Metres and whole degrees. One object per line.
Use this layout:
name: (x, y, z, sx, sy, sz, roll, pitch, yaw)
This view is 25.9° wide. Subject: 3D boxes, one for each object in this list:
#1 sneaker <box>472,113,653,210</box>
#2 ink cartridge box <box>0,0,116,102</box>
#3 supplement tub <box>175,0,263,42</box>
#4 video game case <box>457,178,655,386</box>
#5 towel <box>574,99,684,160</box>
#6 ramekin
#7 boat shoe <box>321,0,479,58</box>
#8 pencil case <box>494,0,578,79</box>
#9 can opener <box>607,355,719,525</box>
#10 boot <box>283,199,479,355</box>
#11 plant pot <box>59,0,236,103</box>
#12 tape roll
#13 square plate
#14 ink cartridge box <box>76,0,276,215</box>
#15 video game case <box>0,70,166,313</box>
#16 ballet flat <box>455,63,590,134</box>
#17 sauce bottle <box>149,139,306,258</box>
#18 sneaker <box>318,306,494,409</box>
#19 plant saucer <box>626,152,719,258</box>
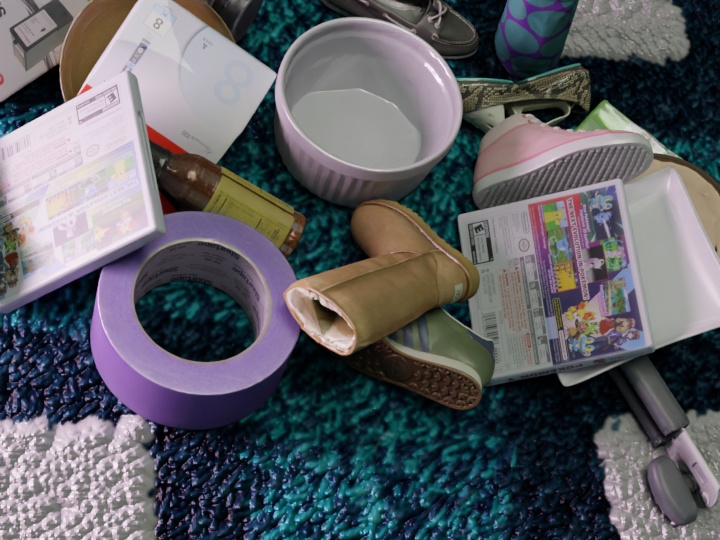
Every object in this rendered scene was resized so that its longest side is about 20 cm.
sneaker: (0.215, -0.135, 1.700, 0.200, 0.075, 0.105, -15, 48, 20)
ink cartridge box: (-0.359, -0.277, 1.621, 0.200, 0.084, 0.146, -42, 116, -30)
supplement tub: (-0.206, -0.329, 1.717, 0.200, 0.107, 0.107, 32, 58, 4)
video game case: (0.201, 0.012, 1.633, 0.182, 0.023, 0.200, -12, 60, 13)
towel: (0.314, -0.093, 1.769, 0.200, 0.031, 0.149, 40, 58, 9)
ramekin: (0.000, -0.162, 1.678, 0.200, 0.105, 0.200, 7, 59, -12)
boat shoe: (0.047, -0.302, 1.798, 0.200, 0.057, 0.067, 22, 58, -2)
pencil case: (0.205, -0.297, 1.754, 0.085, 0.200, 0.092, 27, 68, 5)
can opener: (0.306, 0.161, 1.608, 0.066, 0.053, 0.200, -16, 66, -23)
boot: (0.000, 0.000, 1.552, 0.175, 0.066, 0.200, 31, 34, 33)
plant pot: (-0.220, -0.202, 1.644, 0.200, 0.027, 0.200, 0, 89, -25)
tape roll: (-0.161, 0.048, 1.529, 0.200, 0.085, 0.200, 7, 61, -12)
square plate: (0.274, 0.008, 1.642, 0.200, 0.028, 0.198, -22, 59, 6)
ink cartridge box: (-0.204, -0.164, 1.603, 0.160, 0.047, 0.200, 34, 74, -15)
video game case: (-0.287, -0.076, 1.527, 0.200, 0.022, 0.182, -24, 62, 21)
ballet flat: (0.175, -0.188, 1.771, 0.200, 0.068, 0.075, -8, 86, -21)
sauce bottle: (-0.152, -0.077, 1.585, 0.200, 0.066, 0.066, 31, 56, -16)
sneaker: (0.046, 0.065, 1.589, 0.200, 0.067, 0.090, 25, 41, 12)
plant saucer: (0.322, -0.041, 1.712, 0.200, 0.029, 0.200, 1, 71, -2)
